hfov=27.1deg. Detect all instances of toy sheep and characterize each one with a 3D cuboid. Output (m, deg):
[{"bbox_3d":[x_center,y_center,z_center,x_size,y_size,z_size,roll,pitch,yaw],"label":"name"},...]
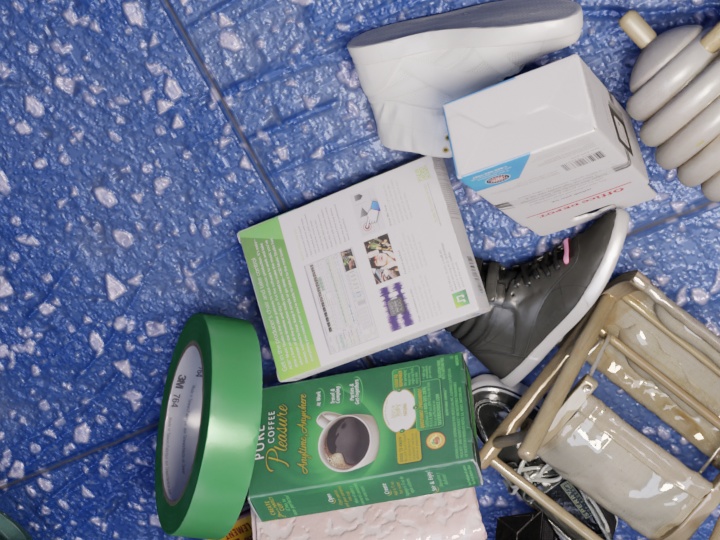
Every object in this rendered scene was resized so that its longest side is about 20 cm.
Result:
[{"bbox_3d":[0.279,-0.131,1.169,0.138,0.138,0.200,-44,84,25],"label":"toy sheep"}]

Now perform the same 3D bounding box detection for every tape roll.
[{"bbox_3d":[-0.139,0.140,1.342,0.048,0.201,0.201,10,118,-19],"label":"tape roll"}]

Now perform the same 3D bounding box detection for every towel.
[{"bbox_3d":[-0.002,0.181,1.325,0.200,0.191,0.032,-15,139,5],"label":"towel"}]

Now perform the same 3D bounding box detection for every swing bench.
[{"bbox_3d":[0.243,0.140,1.282,0.199,0.130,0.200,38,73,-4],"label":"swing bench"}]

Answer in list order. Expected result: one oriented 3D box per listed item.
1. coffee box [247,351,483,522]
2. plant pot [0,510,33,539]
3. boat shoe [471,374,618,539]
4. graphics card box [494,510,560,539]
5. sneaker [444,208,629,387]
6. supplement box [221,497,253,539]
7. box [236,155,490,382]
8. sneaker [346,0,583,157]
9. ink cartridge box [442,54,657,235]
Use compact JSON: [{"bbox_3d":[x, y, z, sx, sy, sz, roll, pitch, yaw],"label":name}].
[{"bbox_3d":[0.002,0.145,1.302,0.200,0.123,0.044,-12,137,8],"label":"coffee box"},{"bbox_3d":[-0.411,0.303,1.499,0.200,0.200,0.134,34,89,-4],"label":"plant pot"},{"bbox_3d":[0.162,0.183,1.366,0.074,0.068,0.199,-32,104,23],"label":"boat shoe"},{"bbox_3d":[0.177,0.329,1.365,0.051,0.126,0.200,-12,131,24],"label":"graphics card box"},{"bbox_3d":[0.144,0.008,1.290,0.099,0.071,0.200,32,121,-8],"label":"sneaker"},{"bbox_3d":[-0.036,0.281,1.437,0.131,0.103,0.200,-28,106,21],"label":"supplement box"},{"bbox_3d":[0.000,0.000,1.305,0.200,0.036,0.145,-20,78,20],"label":"box"},{"bbox_3d":[0.097,-0.155,1.232,0.200,0.074,0.116,-6,114,26],"label":"sneaker"},{"bbox_3d":[0.158,-0.095,1.207,0.116,0.200,0.067,-19,71,20],"label":"ink cartridge box"}]
